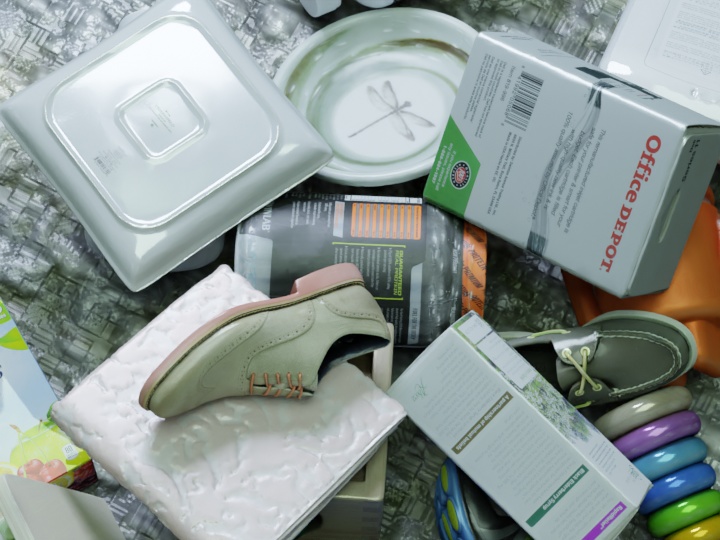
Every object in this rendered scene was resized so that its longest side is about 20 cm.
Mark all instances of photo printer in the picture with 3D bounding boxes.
[{"bbox_3d":[0.284,-0.160,1.797,0.166,0.069,0.200,19,34,7],"label":"photo printer"}]

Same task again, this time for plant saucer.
[{"bbox_3d":[0.022,-0.136,1.832,0.200,0.050,0.200,-6,49,7],"label":"plant saucer"}]

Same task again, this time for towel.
[{"bbox_3d":[-0.098,0.112,1.631,0.200,0.032,0.191,39,63,19],"label":"towel"}]

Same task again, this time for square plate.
[{"bbox_3d":[-0.156,-0.113,1.727,0.198,0.028,0.200,-35,73,-14],"label":"square plate"}]

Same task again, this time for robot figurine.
[{"bbox_3d":[0.246,-0.006,1.769,0.117,0.144,0.200,-2,67,-24],"label":"robot figurine"}]

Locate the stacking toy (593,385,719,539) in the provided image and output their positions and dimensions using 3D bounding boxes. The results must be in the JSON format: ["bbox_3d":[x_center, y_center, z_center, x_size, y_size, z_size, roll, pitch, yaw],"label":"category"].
[{"bbox_3d":[0.258,0.196,1.711,0.085,0.085,0.200,-21,77,-9],"label":"stacking toy"}]

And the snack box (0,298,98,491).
[{"bbox_3d":[-0.336,0.138,1.729,0.200,0.068,0.169,-28,71,-12],"label":"snack box"}]

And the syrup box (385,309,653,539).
[{"bbox_3d":[0.123,0.131,1.666,0.200,0.079,0.081,45,108,5],"label":"syrup box"}]

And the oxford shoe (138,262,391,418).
[{"bbox_3d":[-0.068,0.064,1.604,0.200,0.071,0.074,-28,67,-19],"label":"oxford shoe"}]

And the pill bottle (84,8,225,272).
[{"bbox_3d":[-0.163,-0.109,1.802,0.116,0.116,0.200,3,68,0],"label":"pill bottle"}]

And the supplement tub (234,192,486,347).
[{"bbox_3d":[0.000,0.000,1.759,0.200,0.123,0.123,3,69,0],"label":"supplement tub"}]

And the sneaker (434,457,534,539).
[{"bbox_3d":[0.127,0.230,1.706,0.083,0.071,0.200,-33,78,-19],"label":"sneaker"}]

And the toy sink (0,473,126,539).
[{"bbox_3d":[-0.243,0.243,1.611,0.112,0.200,0.130,-33,73,7],"label":"toy sink"}]

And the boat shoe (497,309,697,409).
[{"bbox_3d":[0.166,0.078,1.714,0.202,0.060,0.072,-8,105,31],"label":"boat shoe"}]

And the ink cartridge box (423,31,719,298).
[{"bbox_3d":[0.167,-0.083,1.694,0.200,0.083,0.147,29,109,30],"label":"ink cartridge box"}]

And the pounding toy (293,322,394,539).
[{"bbox_3d":[-0.073,0.155,1.707,0.184,0.142,0.200,4,58,0],"label":"pounding toy"}]

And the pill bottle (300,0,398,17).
[{"bbox_3d":[0.034,-0.294,1.878,0.200,0.112,0.112,-25,72,-10],"label":"pill bottle"}]
